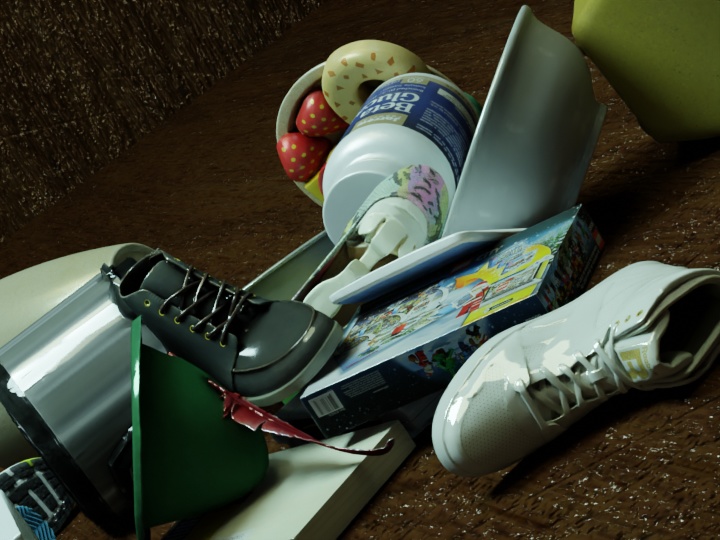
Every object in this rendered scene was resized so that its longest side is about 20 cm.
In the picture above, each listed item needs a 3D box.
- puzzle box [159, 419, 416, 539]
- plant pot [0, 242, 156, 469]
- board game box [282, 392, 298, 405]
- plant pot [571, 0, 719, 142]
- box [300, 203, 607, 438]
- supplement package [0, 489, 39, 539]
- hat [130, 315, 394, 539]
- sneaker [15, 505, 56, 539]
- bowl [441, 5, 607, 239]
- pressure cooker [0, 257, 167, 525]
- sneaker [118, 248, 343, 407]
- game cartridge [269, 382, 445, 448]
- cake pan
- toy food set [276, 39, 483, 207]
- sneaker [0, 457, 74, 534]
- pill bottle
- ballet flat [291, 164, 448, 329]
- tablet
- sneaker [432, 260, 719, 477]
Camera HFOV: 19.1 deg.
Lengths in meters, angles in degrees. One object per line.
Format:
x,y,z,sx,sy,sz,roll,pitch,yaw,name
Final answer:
-0.065,0.169,1.498,0.200,0.025,0.133,-20,20,48,puzzle box
-0.254,0.062,1.927,0.200,0.187,0.187,-33,12,35,plant pot
0.002,0.033,1.775,0.200,0.040,0.153,-36,13,-5,board game box
0.276,-0.212,1.675,0.200,0.194,0.196,-37,12,17,plant pot
0.066,0.035,1.481,0.200,0.038,0.137,-25,16,30,box
-0.299,0.271,1.524,0.200,0.111,0.156,-37,13,-9,supplement package
-0.073,0.120,1.522,0.175,0.166,0.200,-3,38,-4,hat
-0.318,0.268,1.686,0.081,0.077,0.200,-35,4,36,sneaker
0.134,-0.097,1.653,0.201,0.090,0.202,19,-90,-86,bowl
-0.189,0.087,1.754,0.200,0.179,0.176,-38,11,-10,pressure cooker
-0.101,0.037,1.542,0.200,0.106,0.075,-7,42,54,sneaker
0.026,0.077,1.584,0.133,0.041,0.200,-38,14,-31,game cartridge
-0.075,0.023,1.907,0.200,0.037,0.200,-36,-2,-1,cake pan
0.021,-0.112,1.926,0.200,0.198,0.049,-39,23,34,toy food set
-0.331,0.230,1.833,0.200,0.074,0.081,-38,11,-22,sneaker
0.031,-0.082,1.774,0.111,0.111,0.200,-28,15,24,pill bottle
0.000,0.000,1.623,0.200,0.069,0.071,-50,-6,-6,ballet flat
0.078,-0.006,1.596,0.130,0.014,0.200,-26,-13,32,tablet
0.139,0.057,1.299,0.200,0.074,0.116,-37,10,-15,sneaker
